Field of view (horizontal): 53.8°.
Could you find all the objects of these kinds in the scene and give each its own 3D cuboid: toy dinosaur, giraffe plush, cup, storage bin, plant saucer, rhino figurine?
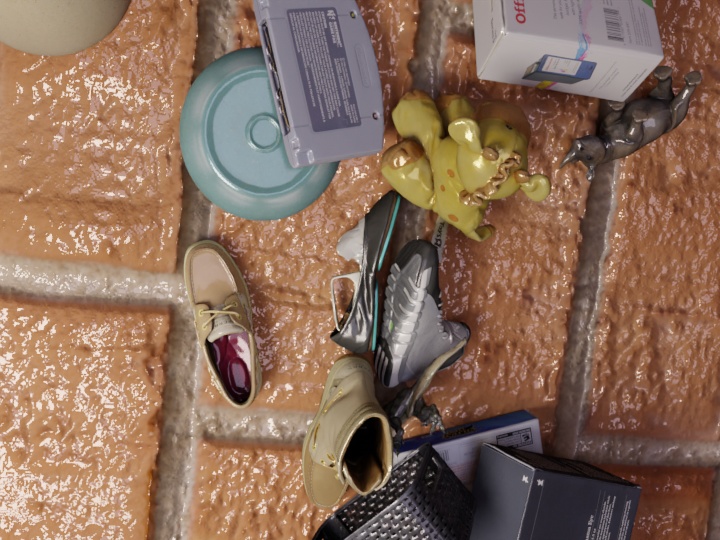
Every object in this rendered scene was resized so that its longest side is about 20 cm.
[{"bbox_3d":[0.061,0.168,0.847,0.047,0.089,0.201,31,116,-18],"label":"toy dinosaur"},{"bbox_3d":[0.125,-0.125,0.793,0.169,0.162,0.205,2,78,-21],"label":"giraffe plush"},{"bbox_3d":[-0.337,-0.334,0.715,0.195,0.143,0.206,-1,96,-10],"label":"cup"},{"bbox_3d":[0.030,0.312,0.827,0.199,0.135,0.094,-41,88,19],"label":"storage bin"},{"bbox_3d":[-0.114,-0.160,0.833,0.195,0.036,0.206,-1,96,-11],"label":"plant saucer"},{"bbox_3d":[0.334,-0.178,0.898,0.198,0.088,0.060,-32,61,-5],"label":"rhino figurine"}]

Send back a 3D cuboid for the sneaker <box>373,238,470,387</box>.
[{"bbox_3d":[0.089,0.051,0.866,0.113,0.076,0.204,0,124,-22],"label":"sneaker"}]

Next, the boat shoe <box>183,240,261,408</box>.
[{"bbox_3d":[-0.157,0.065,0.833,0.072,0.066,0.204,-19,99,-8],"label":"boat shoe"}]

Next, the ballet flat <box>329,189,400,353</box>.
[{"bbox_3d":[0.000,0.000,0.859,0.067,0.068,0.205,9,94,-3],"label":"ballet flat"}]

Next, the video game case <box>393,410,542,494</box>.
[{"bbox_3d":[0.147,0.297,0.929,0.195,0.045,0.186,-11,97,-10],"label":"video game case"}]

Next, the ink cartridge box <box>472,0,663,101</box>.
[{"bbox_3d":[0.236,-0.296,0.835,0.195,0.088,0.149,5,67,-13],"label":"ink cartridge box"}]

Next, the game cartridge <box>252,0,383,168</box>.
[{"bbox_3d":[-0.041,-0.226,0.813,0.130,0.041,0.205,-13,91,-26],"label":"game cartridge"}]

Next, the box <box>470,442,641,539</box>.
[{"bbox_3d":[0.221,0.332,0.859,0.179,0.104,0.205,17,86,-27],"label":"box"}]

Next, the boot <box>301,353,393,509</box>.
[{"bbox_3d":[-0.016,0.220,0.826,0.071,0.156,0.204,13,105,-15],"label":"boot"}]
